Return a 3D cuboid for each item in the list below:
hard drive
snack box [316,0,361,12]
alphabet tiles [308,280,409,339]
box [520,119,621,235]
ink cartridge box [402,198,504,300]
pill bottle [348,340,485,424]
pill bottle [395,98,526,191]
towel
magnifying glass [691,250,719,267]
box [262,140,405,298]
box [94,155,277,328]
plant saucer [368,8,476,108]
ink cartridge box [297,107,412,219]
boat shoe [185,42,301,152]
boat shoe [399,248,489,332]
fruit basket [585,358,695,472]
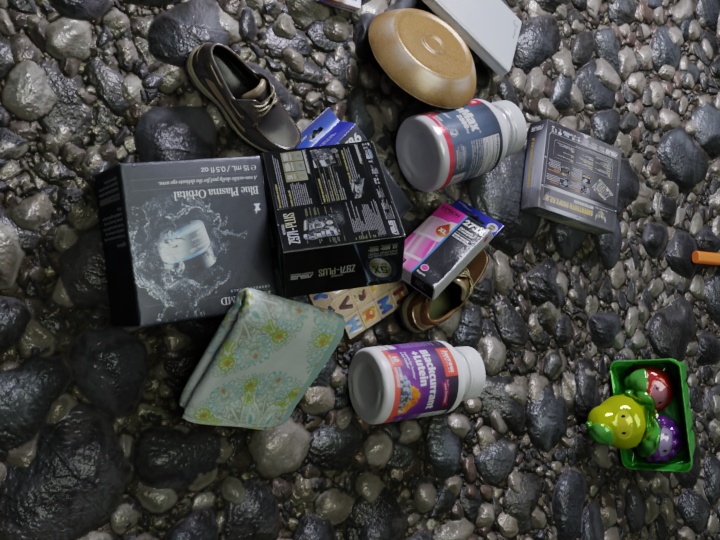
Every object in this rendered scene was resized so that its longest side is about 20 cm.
[{"bbox_3d":[0.188,-0.435,1.473,0.199,0.027,0.133,37,53,-25],"label":"hard drive"},{"bbox_3d":[-0.030,-0.506,1.356,0.071,0.024,0.204,6,83,-33],"label":"snack box"},{"bbox_3d":[0.000,0.000,1.352,0.199,0.006,0.169,-30,102,-31],"label":"alphabet tiles"},{"bbox_3d":[0.381,-0.164,1.583,0.197,0.048,0.162,13,81,-31],"label":"box"},{"bbox_3d":[0.137,-0.045,1.390,0.200,0.094,0.037,-42,153,-32],"label":"ink cartridge box"},{"bbox_3d":[0.089,0.165,1.336,0.197,0.111,0.114,-3,88,-33],"label":"pill bottle"},{"bbox_3d":[0.165,-0.207,1.405,0.198,0.119,0.122,-21,98,-32],"label":"pill bottle"},{"bbox_3d":[-0.129,0.125,1.166,0.170,0.048,0.202,15,113,-45],"label":"towel"},{"bbox_3d":[0.758,-0.022,1.831,0.197,0.022,0.081,3,85,-32],"label":"magnifying glass"},{"bbox_3d":[-0.040,-0.074,1.193,0.161,0.087,0.202,-8,47,-10],"label":"box"},{"bbox_3d":[-0.225,-0.038,1.147,0.194,0.117,0.204,-8,92,-33],"label":"box"},{"bbox_3d":[0.106,-0.342,1.372,0.197,0.035,0.203,17,51,-22],"label":"plant saucer"},{"bbox_3d":[-0.012,-0.143,1.331,0.100,0.039,0.201,-46,107,-26],"label":"ink cartridge box"},{"bbox_3d":[-0.156,-0.236,1.229,0.199,0.073,0.075,39,68,-24],"label":"boat shoe"},{"bbox_3d":[0.147,0.030,1.402,0.200,0.073,0.076,-44,110,-31],"label":"boat shoe"},{"bbox_3d":[0.508,0.264,1.589,0.214,0.154,0.220,10,77,-49],"label":"fruit basket"}]
